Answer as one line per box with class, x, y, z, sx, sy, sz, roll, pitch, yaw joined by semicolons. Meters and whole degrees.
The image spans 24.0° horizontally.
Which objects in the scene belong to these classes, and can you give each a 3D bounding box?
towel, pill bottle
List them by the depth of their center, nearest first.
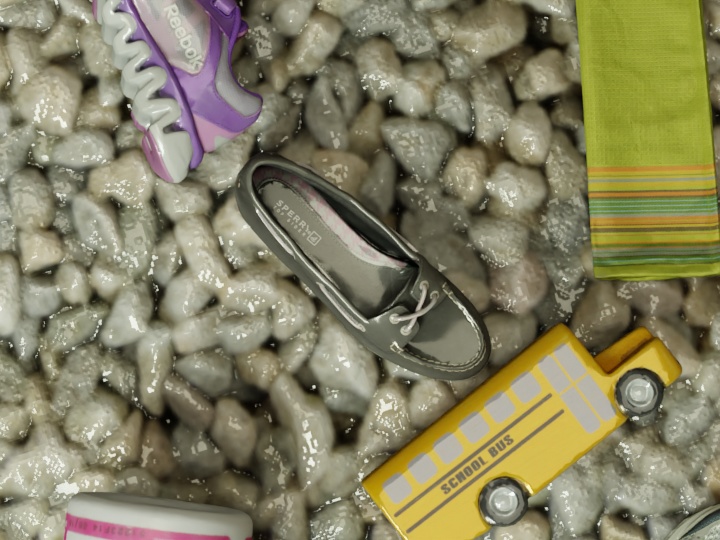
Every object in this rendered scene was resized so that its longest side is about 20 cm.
pill bottle;-0.132;0.238;1.009;0.113;0.113;0.201;8;84;-1
towel;0.187;-0.094;1.098;0.085;0.018;0.202;-3;85;-3

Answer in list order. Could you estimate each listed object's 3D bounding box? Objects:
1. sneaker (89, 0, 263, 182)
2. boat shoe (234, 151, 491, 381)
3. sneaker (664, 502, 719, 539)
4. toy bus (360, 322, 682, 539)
sneaker;-0.120;-0.161;1.069;0.088;0.080;0.201;-21;91;-10
boat shoe;0.000;0.000;1.063;0.200;0.057;0.067;40;85;2
sneaker;0.194;0.226;1.034;0.078;0.086;0.200;41;85;1
toy bus;0.101;0.100;1.054;0.200;0.065;0.078;-38;85;-4
